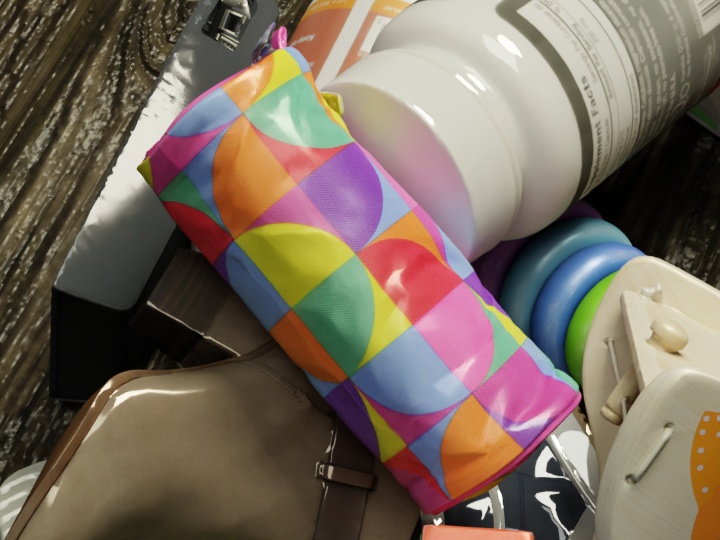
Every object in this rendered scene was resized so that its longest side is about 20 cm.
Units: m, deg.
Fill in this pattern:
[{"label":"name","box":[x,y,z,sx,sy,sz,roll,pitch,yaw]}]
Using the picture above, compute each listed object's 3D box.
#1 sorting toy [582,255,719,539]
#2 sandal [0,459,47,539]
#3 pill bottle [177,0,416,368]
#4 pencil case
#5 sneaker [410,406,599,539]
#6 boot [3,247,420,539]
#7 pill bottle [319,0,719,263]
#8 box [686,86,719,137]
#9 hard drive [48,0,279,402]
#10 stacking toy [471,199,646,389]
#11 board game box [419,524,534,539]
[{"label":"sorting toy","box":[0.110,0.109,0.693,0.107,0.200,0.180,26,102,0]},{"label":"sandal","box":[-0.119,0.144,0.818,0.082,0.050,0.203,-14,26,-1]},{"label":"pill bottle","box":[-0.013,-0.032,0.908,0.112,0.112,0.200,18,65,17]},{"label":"pencil case","box":[0.000,0.000,0.749,0.088,0.088,0.200,-37,89,-16]},{"label":"sneaker","box":[0.084,0.153,0.810,0.108,0.070,0.200,-24,58,-8]},{"label":"boot","box":[-0.050,0.089,0.779,0.146,0.070,0.200,33,70,-8]},{"label":"pill bottle","box":[0.074,-0.084,0.839,0.114,0.114,0.200,35,51,24]},{"label":"box","box":[0.238,-0.173,0.919,0.176,0.200,0.097,-41,62,-17]},{"label":"hard drive","box":[-0.094,-0.039,0.915,0.042,0.135,0.200,22,60,2]},{"label":"stacking toy","box":[0.120,0.032,0.838,0.085,0.085,0.200,-33,41,-14]},{"label":"board game box","box":[0.044,0.206,0.704,0.040,0.200,0.153,1,59,7]}]
